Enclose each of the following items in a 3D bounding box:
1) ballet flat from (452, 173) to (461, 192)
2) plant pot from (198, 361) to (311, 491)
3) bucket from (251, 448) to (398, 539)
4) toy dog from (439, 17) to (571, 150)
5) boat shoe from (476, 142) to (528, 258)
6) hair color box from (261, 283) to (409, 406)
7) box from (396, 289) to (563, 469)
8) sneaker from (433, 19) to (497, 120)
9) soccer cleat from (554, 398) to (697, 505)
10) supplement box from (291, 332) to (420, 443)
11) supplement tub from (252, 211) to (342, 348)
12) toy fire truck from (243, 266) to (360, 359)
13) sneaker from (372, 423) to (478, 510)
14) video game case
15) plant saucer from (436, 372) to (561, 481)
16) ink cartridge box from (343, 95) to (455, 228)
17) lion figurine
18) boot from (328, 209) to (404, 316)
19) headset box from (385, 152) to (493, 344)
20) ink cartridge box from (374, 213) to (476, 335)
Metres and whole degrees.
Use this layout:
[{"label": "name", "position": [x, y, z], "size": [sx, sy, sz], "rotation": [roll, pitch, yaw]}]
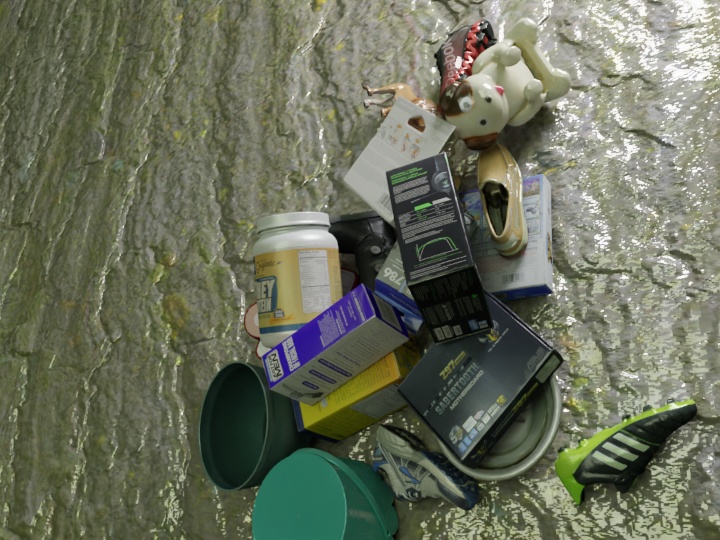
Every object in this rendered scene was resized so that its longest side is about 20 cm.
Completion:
[{"label": "ballet flat", "position": [0.086, -0.138, 1.228], "size": [0.198, 0.063, 0.070], "rotation": [-6, 55, 54]}, {"label": "plant pot", "position": [-0.163, 0.261, 1.209], "size": [0.197, 0.132, 0.206], "rotation": [-14, 70, 44]}, {"label": "bucket", "position": [-0.058, 0.376, 1.097], "size": [0.203, 0.134, 0.213], "rotation": [-14, 63, 28]}, {"label": "toy dog", "position": [0.207, -0.283, 1.151], "size": [0.192, 0.142, 0.200], "rotation": [-16, 20, 48]}, {"label": "boat shoe", "position": [0.210, -0.123, 1.105], "size": [0.071, 0.076, 0.204], "rotation": [-26, 54, 25]}, {"label": "hair color box", "position": [-0.038, 0.114, 1.073], "size": [0.198, 0.109, 0.066], "rotation": [-37, 53, 15]}, {"label": "box", "position": [0.165, 0.149, 1.027], "size": [0.201, 0.051, 0.158], "rotation": [-50, 48, 4]}, {"label": "sneaker", "position": [0.171, -0.354, 1.292], "size": [0.096, 0.071, 0.205], "rotation": [8, 69, 38]}, {"label": "soccer cleat", "position": [0.346, 0.231, 0.928], "size": [0.198, 0.067, 0.083], "rotation": [-33, 72, 20]}, {"label": "supplement box", "position": [-0.005, 0.179, 1.163], "size": [0.197, 0.108, 0.112], "rotation": [-30, 55, 20]}, {"label": "supplement tub", "position": [-0.101, 0.017, 1.177], "size": [0.141, 0.143, 0.206], "rotation": [-9, 85, 31]}, {"label": "toy fire truck", "position": [-0.102, 0.077, 1.288], "size": [0.164, 0.112, 0.205], "rotation": [17, 79, 19]}, {"label": "sneaker", "position": [0.091, 0.308, 1.072], "size": [0.198, 0.076, 0.087], "rotation": [25, 95, 47]}, {"label": "video game case", "position": [0.206, -0.042, 1.150], "size": [0.196, 0.045, 0.186], "rotation": [-10, 64, 32]}, {"label": "plant saucer", "position": [0.199, 0.201, 1.044], "size": [0.196, 0.050, 0.205], "rotation": [-15, 61, 29]}, {"label": "ink cartridge box", "position": [0.069, -0.177, 1.187], "size": [0.178, 0.044, 0.200], "rotation": [-54, 35, 8]}, {"label": "lion figurine", "position": [0.081, -0.307, 1.337], "size": [0.119, 0.074, 0.202], "rotation": [-15, 48, -10]}, {"label": "boot", "position": [0.001, 0.000, 1.237], "size": [0.160, 0.066, 0.204], "rotation": [-16, 60, -2]}, {"label": "headset box", "position": [0.109, -0.034, 1.009], "size": [0.090, 0.175, 0.204], "rotation": [-16, 55, 10]}, {"label": "ink cartridge box", "position": [0.094, -0.012, 1.141], "size": [0.098, 0.039, 0.203], "rotation": [28, 88, 17]}]
